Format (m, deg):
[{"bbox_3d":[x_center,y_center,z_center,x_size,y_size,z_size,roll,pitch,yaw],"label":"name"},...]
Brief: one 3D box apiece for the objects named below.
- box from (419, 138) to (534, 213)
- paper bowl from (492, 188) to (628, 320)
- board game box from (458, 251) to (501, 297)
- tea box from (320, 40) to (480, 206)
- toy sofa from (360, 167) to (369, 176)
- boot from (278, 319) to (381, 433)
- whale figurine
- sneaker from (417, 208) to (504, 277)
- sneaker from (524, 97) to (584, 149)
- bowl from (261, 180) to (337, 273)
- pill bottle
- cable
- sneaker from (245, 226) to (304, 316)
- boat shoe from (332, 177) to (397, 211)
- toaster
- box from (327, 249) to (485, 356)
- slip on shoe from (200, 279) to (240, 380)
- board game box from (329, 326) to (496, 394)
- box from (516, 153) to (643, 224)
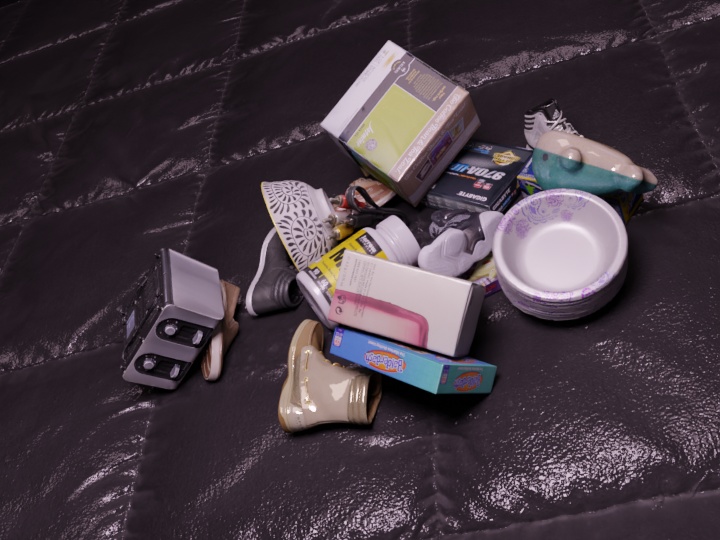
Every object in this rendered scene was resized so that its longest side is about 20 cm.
[{"bbox_3d":[0.206,-0.172,1.633,0.199,0.046,0.159,20,57,41],"label":"box"},{"bbox_3d":[0.306,-0.016,1.352,0.198,0.105,0.202,-8,55,11],"label":"paper bowl"},{"bbox_3d":[0.228,-0.021,1.478,0.199,0.032,0.120,-28,36,-2],"label":"board game box"},{"bbox_3d":[0.075,-0.263,1.593,0.196,0.134,0.200,39,89,24],"label":"tea box"},{"bbox_3d":[0.078,-0.275,1.750,0.198,0.083,0.098,-20,31,23],"label":"toy sofa"},{"bbox_3d":[-0.039,0.158,1.387,0.154,0.073,0.201,-8,45,20],"label":"boot"},{"bbox_3d":[0.358,-0.149,1.384,0.199,0.158,0.105,29,106,39],"label":"whale figurine"},{"bbox_3d":[0.143,-0.047,1.454,0.199,0.076,0.113,-26,26,-37],"label":"sneaker"},{"bbox_3d":[0.357,-0.234,1.568,0.075,0.116,0.200,-37,42,-15],"label":"sneaker"},{"bbox_3d":[-0.091,-0.086,1.573,0.093,0.202,0.202,-25,40,4],"label":"bowl"},{"bbox_3d":[0.000,0.000,1.504,0.199,0.115,0.114,-35,41,-11],"label":"pill bottle"},{"bbox_3d":[0.012,-0.105,1.559,0.050,0.098,0.199,16,15,36],"label":"cable"},{"bbox_3d":[-0.134,-0.003,1.617,0.098,0.071,0.202,-2,51,23],"label":"sneaker"},{"bbox_3d":[0.010,-0.141,1.664,0.199,0.072,0.076,-38,1,-15],"label":"boat shoe"},{"bbox_3d":[-0.333,0.080,1.531,0.181,0.118,0.201,-53,32,24],"label":"toaster"},{"bbox_3d":[0.070,0.048,1.309,0.198,0.128,0.110,15,91,18],"label":"box"},{"bbox_3d":[-0.244,0.104,1.562,0.060,0.076,0.201,12,45,-21],"label":"slip on shoe"},{"bbox_3d":[0.078,0.132,1.302,0.199,0.151,0.046,16,94,39],"label":"board game box"},{"bbox_3d":[0.370,-0.142,1.501,0.199,0.065,0.070,19,61,39],"label":"box"}]
